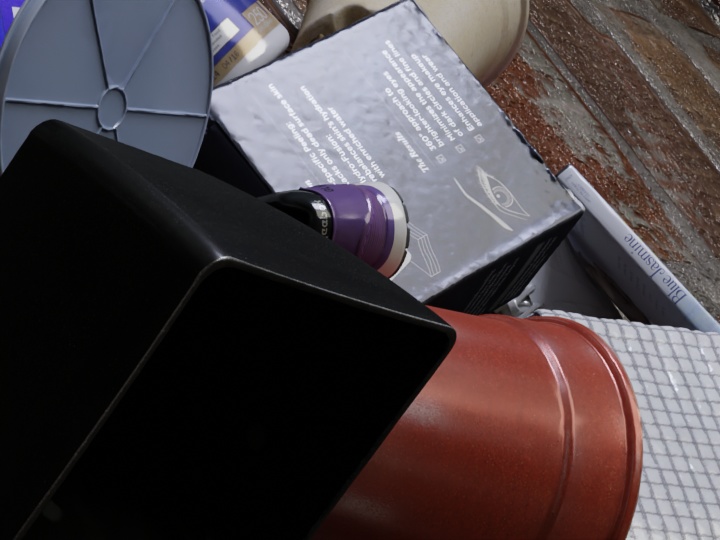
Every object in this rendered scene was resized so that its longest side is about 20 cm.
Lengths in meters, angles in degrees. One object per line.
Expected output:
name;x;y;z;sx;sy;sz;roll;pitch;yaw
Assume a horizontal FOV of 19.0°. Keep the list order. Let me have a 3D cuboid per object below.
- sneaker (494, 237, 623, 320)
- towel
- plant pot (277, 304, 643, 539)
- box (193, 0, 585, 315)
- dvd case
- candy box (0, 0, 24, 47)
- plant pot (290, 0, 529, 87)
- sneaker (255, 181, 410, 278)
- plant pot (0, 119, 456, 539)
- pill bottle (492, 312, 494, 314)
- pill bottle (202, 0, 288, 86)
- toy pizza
sneaker;0.117;0.019;1.540;0.200;0.074;0.116;46;31;-16
towel;0.177;0.126;1.343;0.165;0.086;0.201;7;44;-27
plant pot;0.024;0.101;1.240;0.195;0.201;0.201;18;34;-37
box;0.004;-0.047;1.434;0.200;0.118;0.197;-28;73;-35
dvd case;0.209;0.024;1.529;0.200;0.018;0.143;49;-8;19
candy box;-0.215;-0.180;1.319;0.169;0.077;0.201;6;73;-61
plant pot;0.027;-0.193;1.795;0.200;0.200;0.184;42;32;-10
sneaker;-0.070;-0.013;1.258;0.087;0.200;0.076;2;73;-43
plant pot;-0.110;0.037;1.089;0.199;0.200;0.177;17;24;-52
pill bottle;0.078;-0.031;1.666;0.200;0.116;0.116;45;21;-3
pill bottle;-0.156;-0.190;1.481;0.200;0.116;0.116;45;21;-5
toy pizza;-0.158;-0.099;1.273;0.032;0.201;0.200;17;4;32
